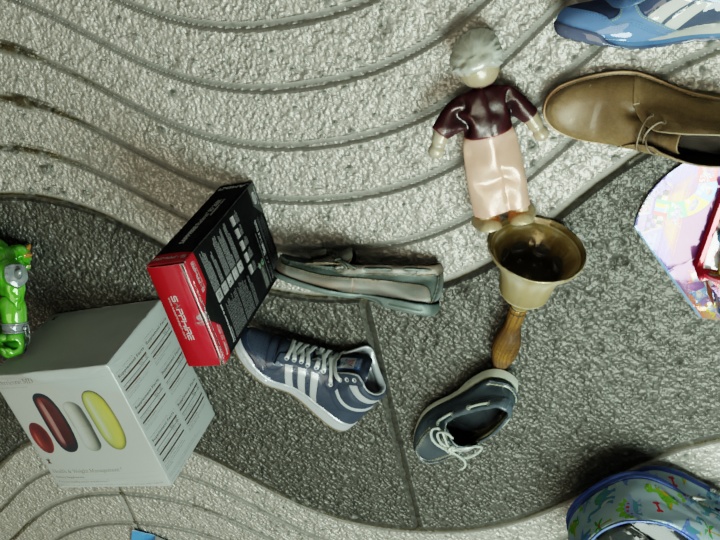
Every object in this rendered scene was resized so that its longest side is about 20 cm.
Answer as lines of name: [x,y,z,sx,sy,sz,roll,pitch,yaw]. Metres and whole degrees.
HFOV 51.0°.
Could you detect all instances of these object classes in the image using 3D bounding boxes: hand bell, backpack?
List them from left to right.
hand bell: [0.177,0.048,0.851,0.103,0.104,0.201,13,134,9]
backpack: [0.355,0.332,0.915,0.199,0.147,0.183,29,124,-7]

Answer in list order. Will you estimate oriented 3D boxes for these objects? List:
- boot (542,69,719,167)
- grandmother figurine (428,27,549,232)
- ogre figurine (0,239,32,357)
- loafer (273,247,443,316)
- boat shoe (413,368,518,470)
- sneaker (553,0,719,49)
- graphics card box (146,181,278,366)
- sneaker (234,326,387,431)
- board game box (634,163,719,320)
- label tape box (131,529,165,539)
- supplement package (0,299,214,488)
boot: [0.269,-0.139,0.707,0.199,0.076,0.074,11,124,15]
grandmother figurine: [0.126,-0.141,0.763,0.120,0.061,0.201,-15,114,-7]
ogre figurine: [-0.491,0.016,0.998,0.098,0.200,0.120,9,116,-35]
loafer: [0.000,0.000,0.883,0.199,0.072,0.063,13,103,1]
boat shoe: [0.127,0.199,0.949,0.075,0.062,0.200,34,130,-14]
sneaker: [0.268,-0.240,0.653,0.198,0.074,0.083,-5,117,11]
graphics card box: [-0.153,-0.002,0.837,0.051,0.200,0.126,-7,119,19]
sneaker: [-0.057,0.117,0.955,0.200,0.070,0.108,38,128,-16]
board game box: [0.383,-0.026,0.760,0.158,0.039,0.200,-32,107,29]
label tape box: [-0.315,0.538,1.283,0.199,0.066,0.144,20,123,3]
supplement package: [-0.341,0.171,1.026,0.190,0.147,0.201,-8,118,20]
